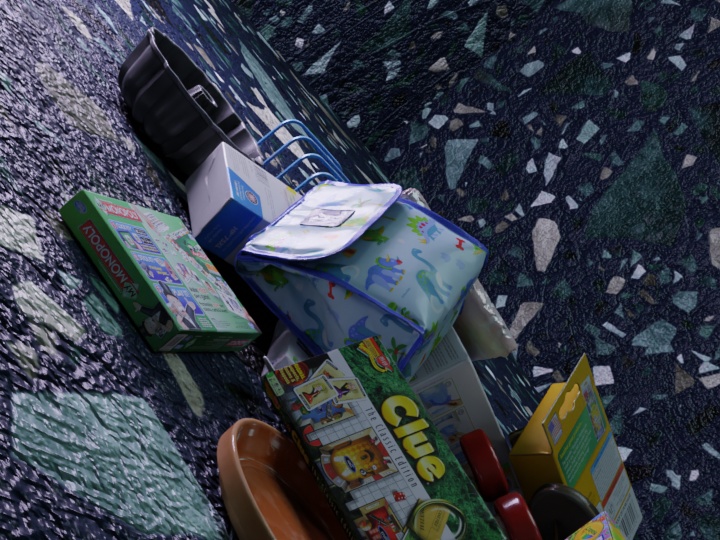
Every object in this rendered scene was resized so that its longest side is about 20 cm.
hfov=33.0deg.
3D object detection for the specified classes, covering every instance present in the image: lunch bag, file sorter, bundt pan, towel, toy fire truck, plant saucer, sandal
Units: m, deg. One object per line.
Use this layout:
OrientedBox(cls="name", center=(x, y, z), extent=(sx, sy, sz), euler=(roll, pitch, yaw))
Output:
OrientedBox(cls="lunch bag", center=(0.000, 0.000, 1.184), extent=(0.199, 0.128, 0.170), euler=(31, 39, 12))
OrientedBox(cls="file sorter", center=(-0.070, -0.077, 1.535), extent=(0.139, 0.122, 0.200), euler=(46, 9, -39))
OrientedBox(cls="bundt pan", center=(-0.200, -0.175, 1.388), extent=(0.202, 0.076, 0.202), euler=(50, 8, -9))
OrientedBox(cls="towel", center=(0.072, 0.013, 1.329), extent=(0.201, 0.032, 0.191), euler=(56, -21, -6))
OrientedBox(cls="toy fire truck", center=(0.103, 0.260, 1.125), extent=(0.200, 0.112, 0.169), euler=(-117, -175, -50))
OrientedBox(cls="plant saucer", center=(-0.035, 0.193, 0.853), extent=(0.201, 0.032, 0.200), euler=(50, 8, -9))
OrientedBox(cls="sandal", center=(0.171, 0.290, 1.137), extent=(0.081, 0.201, 0.055), euler=(23, 27, 8))

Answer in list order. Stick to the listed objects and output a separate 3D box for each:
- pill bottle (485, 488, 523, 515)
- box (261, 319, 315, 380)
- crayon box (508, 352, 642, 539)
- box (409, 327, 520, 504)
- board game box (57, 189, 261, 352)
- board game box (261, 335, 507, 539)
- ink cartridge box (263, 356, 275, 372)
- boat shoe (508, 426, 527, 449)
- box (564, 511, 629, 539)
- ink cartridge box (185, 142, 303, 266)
OrientedBox(cls="pill bottle", center=(0.201, 0.332, 1.277), extent=(0.200, 0.114, 0.114), euler=(48, 8, -25))
OrientedBox(cls="box", center=(-0.033, 0.118, 1.192), extent=(0.145, 0.036, 0.200), euler=(51, 9, -9))
OrientedBox(cls="crayon box", center=(0.208, 0.199, 1.188), extent=(0.126, 0.051, 0.201), euler=(-45, 120, -49))
OrientedBox(cls="box", center=(0.088, 0.159, 1.292), extent=(0.113, 0.101, 0.201), euler=(-115, 180, -59))
OrientedBox(cls="board game box", center=(-0.158, 0.005, 0.998), extent=(0.135, 0.029, 0.200), euler=(53, 8, 11))
OrientedBox(cls="board game box", center=(0.015, 0.143, 0.915), extent=(0.200, 0.104, 0.024), euler=(56, -32, 30))
OrientedBox(cls="ink cartridge box", center=(0.003, 0.150, 1.003), extent=(0.200, 0.066, 0.116), euler=(54, -11, 29))
OrientedBox(cls="boat shoe", center=(0.210, 0.216, 1.299), extent=(0.200, 0.072, 0.068), euler=(51, 28, -57))
OrientedBox(cls="box", center=(0.127, 0.283, 0.789), extent=(0.122, 0.192, 0.200), euler=(52, 8, 1))
OrientedBox(cls="ink cartridge box", center=(-0.085, -0.036, 1.290), extent=(0.200, 0.067, 0.116), euler=(34, 22, -31))
